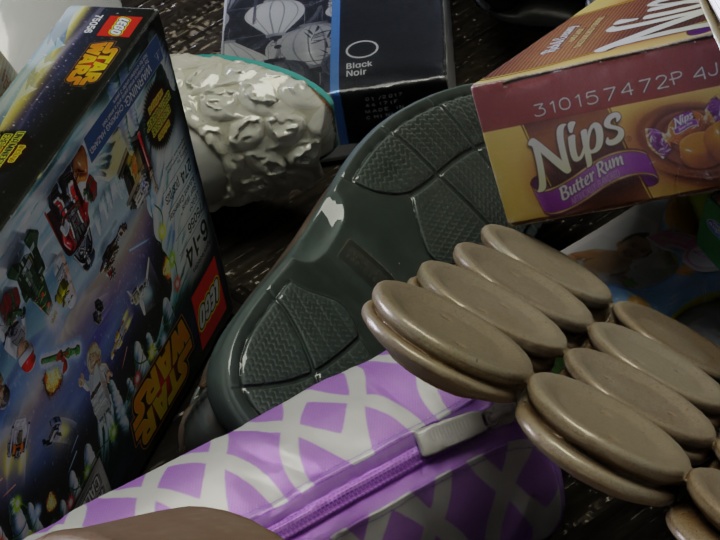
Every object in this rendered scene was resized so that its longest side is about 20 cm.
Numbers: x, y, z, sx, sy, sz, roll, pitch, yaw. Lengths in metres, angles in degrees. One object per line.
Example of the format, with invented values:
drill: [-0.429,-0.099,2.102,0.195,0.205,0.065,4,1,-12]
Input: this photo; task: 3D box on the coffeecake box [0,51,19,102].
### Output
coffeecake box: [-0.180,0.005,0.757,0.073,0.154,0.201,5,67,18]

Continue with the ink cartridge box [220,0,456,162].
ink cartridge box: [-0.010,-0.119,1.030,0.099,0.039,0.201,-8,37,5]

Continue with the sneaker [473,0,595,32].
sneaker: [0.065,-0.155,1.000,0.090,0.067,0.200,-29,56,-33]

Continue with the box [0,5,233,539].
box: [-0.107,0.021,0.791,0.040,0.138,0.200,5,40,20]

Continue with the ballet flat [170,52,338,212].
ballet flat: [-0.099,-0.049,0.944,0.199,0.072,0.072,8,40,36]

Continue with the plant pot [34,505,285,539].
plant pot: [0.019,0.141,0.579,0.174,0.201,0.200,-13,33,-31]

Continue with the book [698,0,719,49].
book: [0.191,-0.074,0.739,0.199,0.048,0.134,11,44,-36]

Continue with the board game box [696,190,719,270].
board game box: [0.234,-0.013,0.797,0.199,0.029,0.135,-26,60,-21]

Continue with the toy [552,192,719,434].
toy: [0.146,-0.019,0.851,0.200,0.047,0.115,-34,44,-26]

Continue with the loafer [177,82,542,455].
loafer: [0.000,0.000,0.851,0.200,0.072,0.063,-45,7,-38]

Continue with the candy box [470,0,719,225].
candy box: [0.133,-0.078,0.841,0.116,0.057,0.200,-9,13,30]

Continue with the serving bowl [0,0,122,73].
serving bowl: [-0.193,-0.073,0.933,0.199,0.066,0.201,-17,50,22]

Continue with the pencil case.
pencil case: [-0.026,0.087,0.725,0.199,0.084,0.085,-28,0,-19]

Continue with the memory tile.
memory tile: [0.084,0.038,0.696,0.153,0.017,0.200,31,13,10]
